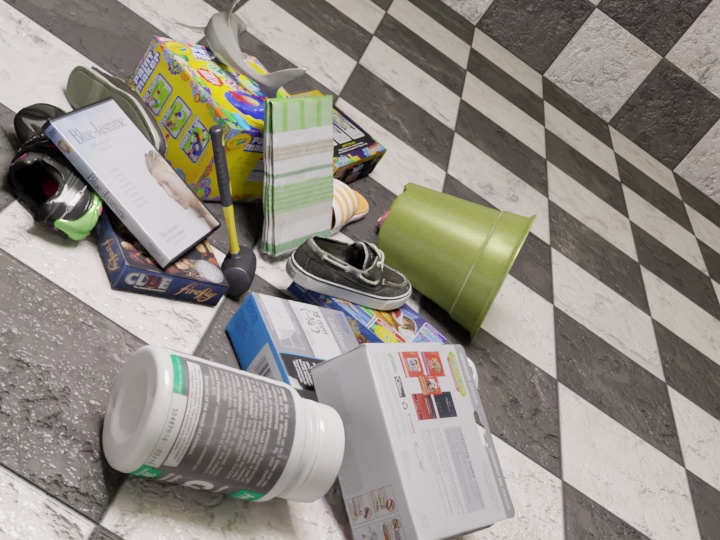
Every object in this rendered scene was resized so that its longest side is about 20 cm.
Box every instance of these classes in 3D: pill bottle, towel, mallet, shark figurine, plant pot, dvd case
[{"bbox_3d":[-0.120,0.146,0.962,0.200,0.113,0.113,21,30,-31],"label":"pill bottle"},{"bbox_3d":[-0.083,-0.127,1.389,0.031,0.201,0.149,7,14,29],"label":"towel"},{"bbox_3d":[-0.152,-0.064,1.212,0.041,0.200,0.066,-4,34,4],"label":"mallet"},{"bbox_3d":[-0.164,-0.318,1.429,0.128,0.090,0.215,12,31,-39],"label":"shark figurine"},{"bbox_3d":[0.124,-0.031,1.525,0.190,0.200,0.200,27,24,7],"label":"plant pot"},{"bbox_3d":[-0.250,-0.103,1.187,0.200,0.018,0.143,49,25,-5],"label":"dvd case"}]

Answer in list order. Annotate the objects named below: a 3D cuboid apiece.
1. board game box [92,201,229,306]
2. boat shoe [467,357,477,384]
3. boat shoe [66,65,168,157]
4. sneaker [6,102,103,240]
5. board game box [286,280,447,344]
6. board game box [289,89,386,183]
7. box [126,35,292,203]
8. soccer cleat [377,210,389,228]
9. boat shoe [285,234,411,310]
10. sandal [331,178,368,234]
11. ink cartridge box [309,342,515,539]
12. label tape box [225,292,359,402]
[{"bbox_3d":[-0.244,-0.049,1.216,0.135,0.035,0.200,13,35,-42],"label":"board game box"},{"bbox_3d":[0.118,0.142,1.330,0.074,0.067,0.200,40,25,4],"label":"boat shoe"},{"bbox_3d":[-0.295,-0.196,1.335,0.060,0.072,0.201,4,33,-51],"label":"boat shoe"},{"bbox_3d":[-0.343,-0.120,1.158,0.084,0.077,0.200,15,32,-46],"label":"sneaker"},{"bbox_3d":[0.013,0.057,1.372,0.200,0.034,0.135,40,25,4],"label":"board game box"},{"bbox_3d":[-0.068,-0.210,1.689,0.165,0.057,0.200,41,26,10],"label":"board game box"},{"bbox_3d":[-0.187,-0.199,1.440,0.193,0.122,0.200,49,27,24],"label":"box"},{"bbox_3d":[0.100,-0.071,1.672,0.077,0.067,0.200,52,26,18],"label":"soccer cleat"},{"bbox_3d":[0.000,0.000,1.333,0.200,0.064,0.071,12,35,-44],"label":"boat shoe"},{"bbox_3d":[-0.035,-0.107,1.556,0.079,0.059,0.207,42,26,9],"label":"sandal"},{"bbox_3d":[0.056,0.180,1.091,0.175,0.084,0.201,4,65,-50],"label":"ink cartridge box"},{"bbox_3d":[-0.036,0.109,1.189,0.200,0.063,0.144,15,34,-39],"label":"label tape box"}]
